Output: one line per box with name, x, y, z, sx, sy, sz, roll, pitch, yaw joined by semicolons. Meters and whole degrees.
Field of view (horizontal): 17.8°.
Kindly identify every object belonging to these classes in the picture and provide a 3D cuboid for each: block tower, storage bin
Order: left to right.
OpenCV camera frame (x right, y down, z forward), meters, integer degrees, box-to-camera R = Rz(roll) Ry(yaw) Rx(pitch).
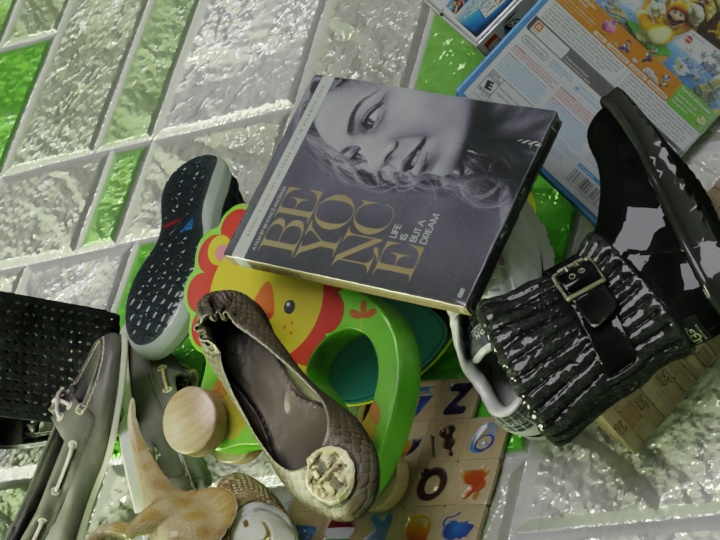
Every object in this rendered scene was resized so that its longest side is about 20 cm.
storage bin;-0.284;0.074;1.701;0.135;0.200;0.094;-10;75;36
block tower;0.210;0.015;1.443;0.200;0.058;0.054;-48;39;-5

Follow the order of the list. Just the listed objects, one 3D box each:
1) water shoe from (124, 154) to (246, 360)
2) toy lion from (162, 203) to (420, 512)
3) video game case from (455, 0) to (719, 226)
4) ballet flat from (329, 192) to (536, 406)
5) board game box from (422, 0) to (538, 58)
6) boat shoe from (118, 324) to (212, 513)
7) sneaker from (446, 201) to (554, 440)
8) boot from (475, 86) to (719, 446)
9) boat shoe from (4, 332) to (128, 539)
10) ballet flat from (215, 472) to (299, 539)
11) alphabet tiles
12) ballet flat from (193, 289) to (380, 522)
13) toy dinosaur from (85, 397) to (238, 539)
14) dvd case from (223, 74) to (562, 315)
water shoe;-0.116;-0.001;1.728;0.071;0.079;0.200;-19;39;31
toy lion;-0.042;0.047;1.551;0.200;0.069;0.192;15;88;36
video game case;0.183;-0.145;1.560;0.200;0.143;0.018;-47;-1;-3
ballet flat;0.049;0.013;1.583;0.200;0.067;0.067;-48;5;13
board game box;0.137;-0.246;1.660;0.200;0.035;0.126;-45;33;4
boat shoe;-0.143;0.102;1.675;0.060;0.072;0.202;-11;32;-2
sneaker;0.083;0.012;1.482;0.076;0.080;0.201;-31;68;23
boot;0.140;-0.007;1.415;0.158;0.079;0.211;-32;42;13
boat shoe;-0.212;0.137;1.637;0.067;0.057;0.201;-129;54;-71
ballet flat;-0.060;0.207;1.488;0.065;0.070;0.201;-49;37;42
alphabet tiles;0.017;0.159;1.527;0.166;0.006;0.201;-7;51;37
ballet flat;-0.054;0.083;1.484;0.067;0.046;0.200;-44;55;12
toy dinosaur;-0.129;0.171;1.512;0.101;0.058;0.200;-39;38;-8
dvd case;0.019;-0.054;1.511;0.199;0.016;0.149;12;66;36
